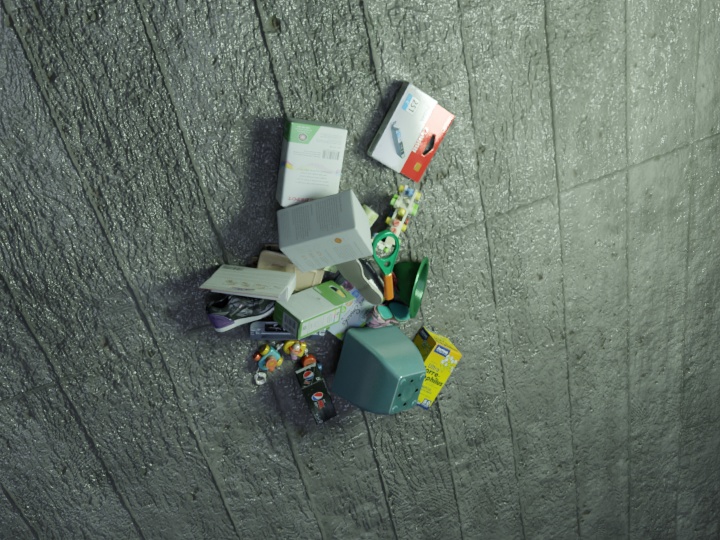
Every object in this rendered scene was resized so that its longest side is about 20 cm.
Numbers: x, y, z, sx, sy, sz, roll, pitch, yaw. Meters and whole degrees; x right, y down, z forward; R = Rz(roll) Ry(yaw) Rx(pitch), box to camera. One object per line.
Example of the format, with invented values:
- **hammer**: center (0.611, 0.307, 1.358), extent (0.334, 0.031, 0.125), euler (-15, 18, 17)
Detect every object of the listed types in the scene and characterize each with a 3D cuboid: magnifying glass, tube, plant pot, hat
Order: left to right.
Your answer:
- **tube**: center (-0.028, -0.079, 1.591), extent (0.057, 0.052, 0.202), euler (30, 100, -26)
- **plant pot**: center (0.068, 0.287, 1.664), extent (0.193, 0.198, 0.201), euler (-3, 115, -43)
- **magnifying glass**: center (0.067, -0.012, 1.548), extent (0.078, 0.022, 0.204), euler (-20, 125, -20)
- **hat**: center (0.090, 0.016, 1.680), extent (0.172, 0.166, 0.205), euler (15, 117, 15)

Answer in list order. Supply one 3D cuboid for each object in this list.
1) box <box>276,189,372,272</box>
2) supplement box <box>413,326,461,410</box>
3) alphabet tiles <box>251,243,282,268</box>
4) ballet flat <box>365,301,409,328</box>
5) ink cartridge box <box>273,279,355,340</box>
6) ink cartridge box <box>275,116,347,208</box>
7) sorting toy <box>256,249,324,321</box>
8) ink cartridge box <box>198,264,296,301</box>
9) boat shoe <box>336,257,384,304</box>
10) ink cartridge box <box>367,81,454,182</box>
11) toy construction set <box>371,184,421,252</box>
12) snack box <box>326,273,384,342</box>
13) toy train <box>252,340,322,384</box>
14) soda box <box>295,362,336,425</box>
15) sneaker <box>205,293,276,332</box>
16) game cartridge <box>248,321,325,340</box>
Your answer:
- **box**: center (-0.085, -0.092, 1.463), extent (0.195, 0.109, 0.153), euler (-14, 154, 12)
- **supplement box**: center (0.194, 0.293, 1.797), extent (0.107, 0.110, 0.203), euler (25, 102, -27)
- **alphabet tiles**: center (-0.211, 0.026, 1.597), extent (0.162, 0.006, 0.205), euler (-1, 112, -19)
- **ballet flat**: center (0.071, 0.130, 1.682), extent (0.071, 0.070, 0.198), euler (-36, 163, 25)
- **ink cartridge box**: center (-0.116, 0.099, 1.543), extent (0.197, 0.103, 0.061), euler (-21, 133, -43)
- **ink cartridge box**: center (-0.122, -0.257, 1.462), extent (0.141, 0.088, 0.205), euler (2, 110, -20)
- **sorting toy**: center (-0.201, 0.048, 1.590), extent (0.181, 0.037, 0.204), euler (12, 112, -23)
- **ink cartridge box**: center (-0.269, 0.042, 1.448), extent (0.194, 0.177, 0.046), euler (7, 110, 5)
- **boat shoe**: center (0.000, 0.000, 1.587), extent (0.072, 0.063, 0.201), euler (-18, 120, 37)
- **ink cartridge box**: center (0.137, -0.346, 1.533), extent (0.173, 0.045, 0.203), euler (24, 103, -25)
- **toy construction set**: center (0.087, -0.121, 1.566), extent (0.091, 0.131, 0.202), euler (37, 90, 0)
- **snack box**: center (-0.026, 0.085, 1.661), extent (0.141, 0.053, 0.201), euler (38, 95, -30)
- **toy train**: center (-0.201, 0.265, 1.674), extent (0.195, 0.056, 0.154), euler (-10, 115, -16)
- **soda box**: center (-0.124, 0.352, 1.701), extent (0.069, 0.064, 0.203), euler (-22, 137, -8)
- **sneaker**: center (-0.292, 0.081, 1.504), extent (0.196, 0.076, 0.089), euler (-25, 129, -4)
- **game cartridge**: center (-0.197, 0.161, 1.589), extent (0.194, 0.133, 0.043), euler (2, 81, -13)
